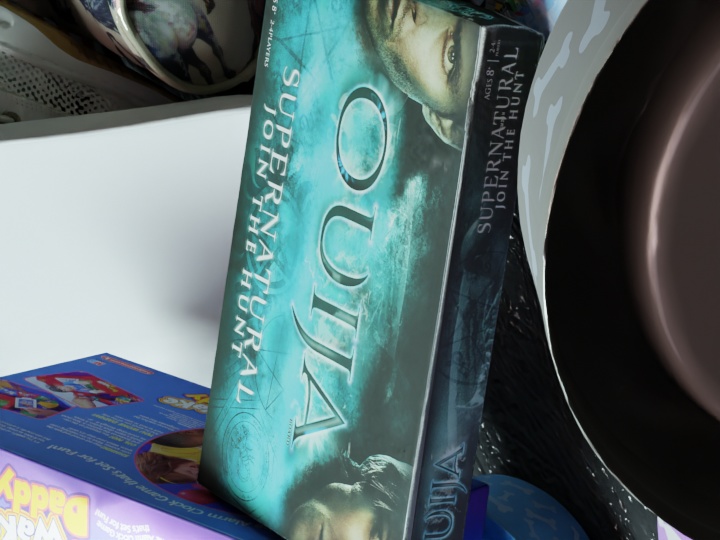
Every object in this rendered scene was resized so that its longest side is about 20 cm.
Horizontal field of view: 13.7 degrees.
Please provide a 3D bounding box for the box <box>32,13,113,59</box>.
[{"bbox_3d":[-0.217,-0.097,1.408,0.200,0.148,0.107,57,156,11],"label":"box"}]

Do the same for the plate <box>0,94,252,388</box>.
[{"bbox_3d":[-0.101,-0.006,1.228,0.200,0.199,0.032,69,-162,-52],"label":"plate"}]

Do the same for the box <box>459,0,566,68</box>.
[{"bbox_3d":[0.049,-0.102,1.004,0.110,0.035,0.200,63,156,-2],"label":"box"}]

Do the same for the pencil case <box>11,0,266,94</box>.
[{"bbox_3d":[-0.111,-0.140,1.234,0.200,0.078,0.090,31,149,50],"label":"pencil case"}]

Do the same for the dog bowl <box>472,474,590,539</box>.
[{"bbox_3d":[0.054,0.175,1.216,0.111,0.050,0.201,9,113,38],"label":"dog bowl"}]

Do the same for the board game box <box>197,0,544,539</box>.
[{"bbox_3d":[0.000,0.000,1.032,0.135,0.028,0.201,25,111,53],"label":"board game box"}]

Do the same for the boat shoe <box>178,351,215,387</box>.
[{"bbox_3d":[-0.104,0.042,1.344,0.201,0.072,0.060,18,177,17],"label":"boat shoe"}]

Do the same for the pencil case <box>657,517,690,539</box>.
[{"bbox_3d":[0.143,0.098,0.977,0.085,0.084,0.201,26,141,34],"label":"pencil case"}]

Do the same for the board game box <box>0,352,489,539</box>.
[{"bbox_3d":[-0.070,0.088,1.157,0.199,0.134,0.045,17,107,34],"label":"board game box"}]

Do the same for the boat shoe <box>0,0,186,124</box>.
[{"bbox_3d":[-0.127,-0.061,1.241,0.200,0.070,0.071,26,179,-36],"label":"boat shoe"}]

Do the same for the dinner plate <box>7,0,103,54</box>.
[{"bbox_3d":[-0.181,-0.116,1.297,0.024,0.200,0.201,-30,88,24],"label":"dinner plate"}]

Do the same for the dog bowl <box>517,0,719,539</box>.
[{"bbox_3d":[0.130,-0.025,0.740,0.059,0.199,0.201,-125,18,-59],"label":"dog bowl"}]
